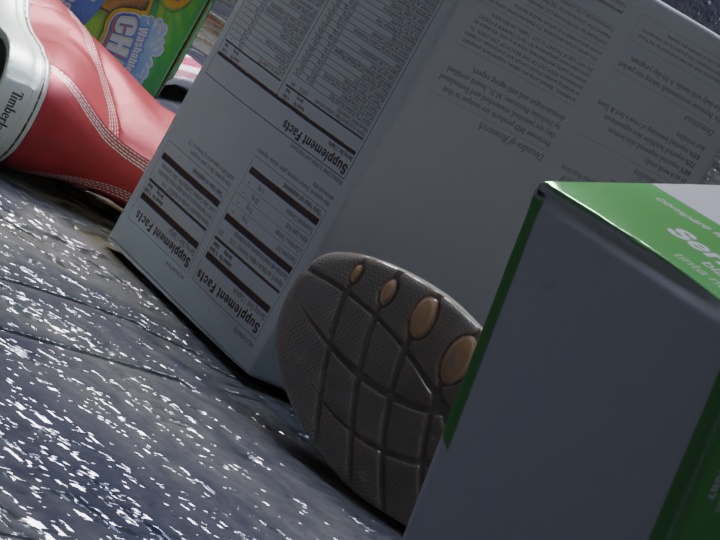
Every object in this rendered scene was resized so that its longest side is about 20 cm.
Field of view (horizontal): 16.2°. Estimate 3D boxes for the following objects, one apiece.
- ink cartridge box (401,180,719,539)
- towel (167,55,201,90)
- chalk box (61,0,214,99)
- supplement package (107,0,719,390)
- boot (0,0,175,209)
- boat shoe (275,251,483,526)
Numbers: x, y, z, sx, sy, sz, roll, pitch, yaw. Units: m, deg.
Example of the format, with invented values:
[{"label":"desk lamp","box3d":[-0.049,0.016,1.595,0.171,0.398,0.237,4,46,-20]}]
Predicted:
[{"label":"ink cartridge box","box3d":[0.115,0.056,0.713,0.200,0.146,0.084,-2,29,-45]},{"label":"towel","box3d":[-0.196,-0.175,1.738,0.200,0.030,0.146,33,8,10]},{"label":"chalk box","box3d":[-0.161,-0.158,1.371,0.200,0.125,0.124,22,10,-37]},{"label":"supplement package","box3d":[0.028,-0.047,1.039,0.152,0.200,0.151,25,8,-35]},{"label":"boot","box3d":[-0.125,-0.077,1.185,0.144,0.072,0.200,26,16,-25]},{"label":"boat shoe","box3d":[0.050,0.068,0.883,0.200,0.076,0.072,43,9,24]}]
